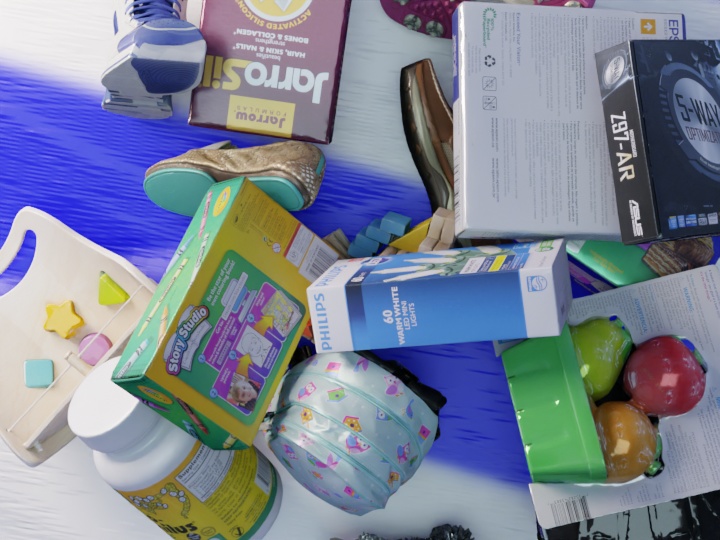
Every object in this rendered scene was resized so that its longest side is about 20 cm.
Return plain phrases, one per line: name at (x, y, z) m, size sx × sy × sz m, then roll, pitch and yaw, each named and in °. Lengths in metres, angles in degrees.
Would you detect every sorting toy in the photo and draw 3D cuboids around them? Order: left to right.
sorting toy at (-0.284, 0.042, 1.228) m, size 0.180 × 0.107 × 0.200 m, roll 44°, pitch 96°, yaw 4°

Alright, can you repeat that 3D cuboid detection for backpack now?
backpack at (-0.006, 0.140, 1.170) m, size 0.167 × 0.200 × 0.127 m, roll 30°, pitch 73°, yaw -6°
backpack at (0.238, 0.158, 1.198) m, size 0.177 × 0.151 × 0.201 m, roll -4°, pitch 89°, yaw 3°

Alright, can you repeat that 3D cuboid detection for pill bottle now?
pill bottle at (-0.165, 0.165, 1.184) m, size 0.113 × 0.113 × 0.200 m, roll -35°, pitch 129°, yaw 4°

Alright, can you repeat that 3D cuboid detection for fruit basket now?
fruit basket at (0.223, 0.104, 1.104) m, size 0.200 × 0.094 × 0.186 m, roll -13°, pitch 70°, yaw -1°

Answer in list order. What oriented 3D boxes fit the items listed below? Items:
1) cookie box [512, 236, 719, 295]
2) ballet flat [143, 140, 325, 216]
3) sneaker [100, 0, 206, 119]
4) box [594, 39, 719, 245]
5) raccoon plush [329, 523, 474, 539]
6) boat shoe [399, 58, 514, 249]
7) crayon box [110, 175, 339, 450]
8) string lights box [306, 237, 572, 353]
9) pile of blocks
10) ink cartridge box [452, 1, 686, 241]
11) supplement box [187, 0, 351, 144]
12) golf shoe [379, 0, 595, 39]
cookie box at (0.253, -0.074, 1.190) m, size 0.171 × 0.075 × 0.200 m, roll 34°, pitch 80°, yaw -2°
ballet flat at (-0.109, -0.086, 1.205) m, size 0.200 × 0.065 × 0.071 m, roll 5°, pitch 137°, yaw 36°
sneaker at (-0.186, -0.206, 1.157) m, size 0.080 × 0.199 × 0.115 m, roll 4°, pitch 84°, yaw -17°
box at (0.293, -0.109, 1.105) m, size 0.200 × 0.044 × 0.161 m, roll -5°, pitch 86°, yaw -31°
raccoon plush at (0.045, 0.278, 1.201) m, size 0.134 × 0.200 × 0.097 m, roll 3°, pitch 79°, yaw -20°
boat shoe at (0.090, -0.098, 1.219) m, size 0.074 × 0.076 × 0.200 m, roll -19°, pitch 105°, yaw -4°
crayon box at (-0.111, 0.036, 1.126) m, size 0.119 × 0.058 × 0.200 m, roll 39°, pitch 62°, yaw -29°
string lights box at (0.067, 0.021, 1.094) m, size 0.200 × 0.103 × 0.059 m, roll -5°, pitch 103°, yaw 15°
pile of blocks at (0.000, 0.000, 1.197) m, size 0.200 × 0.062 × 0.082 m, roll -34°, pitch 97°, yaw 25°
ink cartridge box at (0.178, -0.124, 1.130) m, size 0.199 × 0.043 × 0.197 m, roll 2°, pitch 81°, yaw -9°
supplement box at (-0.076, -0.220, 1.188) m, size 0.131 × 0.103 × 0.201 m, roll 7°, pitch 97°, yaw -1°
golf shoe at (0.117, -0.262, 1.204) m, size 0.200 × 0.092 × 0.075 m, roll 0°, pitch 138°, yaw 18°
